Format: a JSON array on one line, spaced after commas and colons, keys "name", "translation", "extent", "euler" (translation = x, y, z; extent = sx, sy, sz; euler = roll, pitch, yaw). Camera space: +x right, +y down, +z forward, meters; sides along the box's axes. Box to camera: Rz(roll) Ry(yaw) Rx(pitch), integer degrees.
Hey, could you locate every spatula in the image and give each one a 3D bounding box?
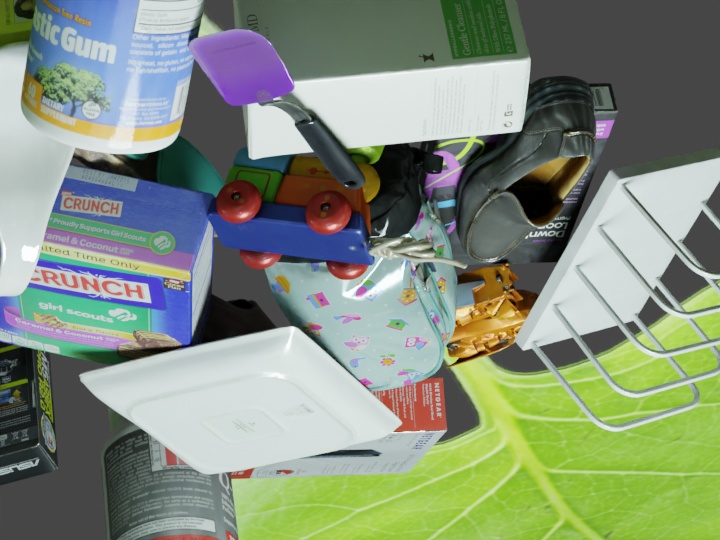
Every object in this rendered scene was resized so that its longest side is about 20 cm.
[{"name": "spatula", "translation": [-0.046, -0.106, 1.509], "extent": [0.056, 0.021, 0.200], "euler": [-11, 150, 25]}]

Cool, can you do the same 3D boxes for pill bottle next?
[{"name": "pill bottle", "translation": [-0.157, -0.188, 1.460], "extent": [0.112, 0.112, 0.201], "euler": [4, 116, -19]}, {"name": "pill bottle", "translation": [-0.170, 0.196, 1.947], "extent": [0.115, 0.200, 0.116], "euler": [-6, 144, -5]}]

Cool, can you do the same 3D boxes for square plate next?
[{"name": "square plate", "translation": [-0.095, 0.114, 1.787], "extent": [0.198, 0.029, 0.200], "euler": [-13, 148, 23]}]

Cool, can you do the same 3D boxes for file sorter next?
[{"name": "file sorter", "translation": [0.248, 0.020, 1.818], "extent": [0.138, 0.125, 0.200], "euler": [-12, 143, -37]}]

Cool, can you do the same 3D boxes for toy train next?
[{"name": "toy train", "translation": [-0.003, -0.060, 1.630], "extent": [0.199, 0.116, 0.085], "euler": [7, 153, 18]}]

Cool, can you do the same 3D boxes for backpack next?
[{"name": "backpack", "translation": [0.000, 0.000, 1.760], "extent": [0.166, 0.127, 0.200], "euler": [-4, 140, 21]}]

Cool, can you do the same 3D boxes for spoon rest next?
[{"name": "spoon rest", "translation": [-0.245, -0.066, 1.553], "extent": [0.099, 0.061, 0.201], "euler": [-7, 120, -35]}]

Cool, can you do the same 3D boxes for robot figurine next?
[{"name": "robot figurine", "translation": [0.055, 0.053, 1.913], "extent": [0.199, 0.058, 0.145], "euler": [-19, 155, 18]}]

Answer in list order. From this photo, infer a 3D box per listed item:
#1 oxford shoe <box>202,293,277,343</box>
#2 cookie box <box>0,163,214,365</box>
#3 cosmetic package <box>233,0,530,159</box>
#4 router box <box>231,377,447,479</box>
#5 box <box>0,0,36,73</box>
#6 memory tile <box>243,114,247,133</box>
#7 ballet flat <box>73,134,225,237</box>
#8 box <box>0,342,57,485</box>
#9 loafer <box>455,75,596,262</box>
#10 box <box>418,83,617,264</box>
[{"name": "oxford shoe", "translation": [-0.085, 0.062, 1.899], "extent": [0.071, 0.073, 0.200], "euler": [-9, 166, 24]}, {"name": "cookie box", "translation": [-0.204, -0.001, 1.711], "extent": [0.171, 0.075, 0.200], "euler": [12, 153, 2]}, {"name": "cosmetic package", "translation": [0.012, -0.152, 1.572], "extent": [0.199, 0.108, 0.085], "euler": [-6, 144, -7]}, {"name": "router box", "translation": [-0.028, 0.143, 1.977], "extent": [0.179, 0.049, 0.200], "euler": [-1, 164, -9]}, {"name": "box", "translation": [-0.241, -0.162, 1.568], "extent": [0.199, 0.050, 0.075], "euler": [-9, 143, -2]}, {"name": "memory tile", "translation": [-0.018, -0.167, 1.647], "extent": [0.153, 0.017, 0.200], "euler": [-7, 144, -5]}, {"name": "ballet flat", "translation": [-0.177, -0.086, 1.691], "extent": [0.067, 0.068, 0.200], "euler": [-10, 144, 34]}, {"name": "box", "translation": [-0.354, 0.113, 1.823], "extent": [0.199, 0.161, 0.044], "euler": [-16, 143, 6]}, {"name": "loafer", "translation": [0.126, -0.063, 1.718], "extent": [0.073, 0.072, 0.200], "euler": [2, 143, -18]}, {"name": "box", "translation": [0.116, -0.075, 1.789], "extent": [0.142, 0.036, 0.200], "euler": [-2, 145, -12]}]
